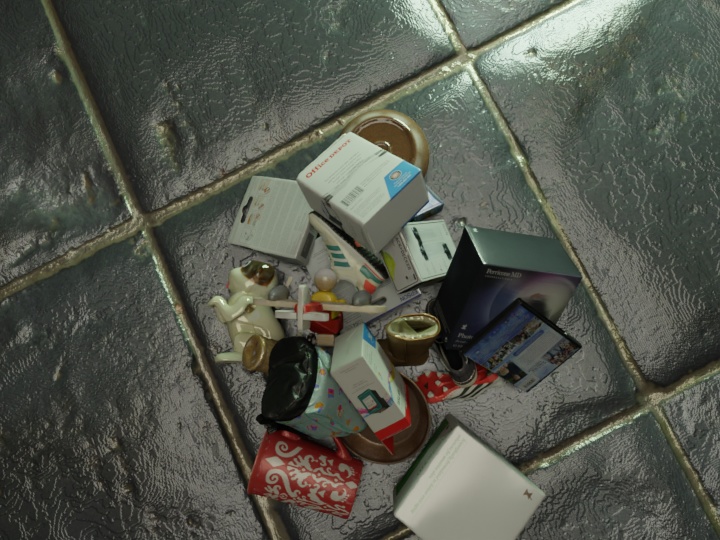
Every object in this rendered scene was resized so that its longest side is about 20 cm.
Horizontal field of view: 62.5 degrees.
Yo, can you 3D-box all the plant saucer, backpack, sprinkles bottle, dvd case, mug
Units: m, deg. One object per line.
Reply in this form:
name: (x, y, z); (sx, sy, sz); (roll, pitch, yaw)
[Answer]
plant saucer: (0.042, -0.235, 1.197); (0.197, 0.037, 0.204); (-1, 82, 4)
backpack: (-0.075, 0.224, 1.050); (0.125, 0.200, 0.169); (-9, 54, 33)
sprinkles bottle: (-0.129, 0.178, 1.137); (0.068, 0.199, 0.069); (-22, 57, 38)
dvd case: (0.296, 0.141, 1.081); (0.199, 0.018, 0.143); (32, 113, -31)
plant saucer: (0.040, 0.276, 1.157); (0.197, 0.037, 0.204); (3, 103, 14)
mug: (-0.097, 0.373, 1.129); (0.197, 0.134, 0.180); (18, 118, 2)

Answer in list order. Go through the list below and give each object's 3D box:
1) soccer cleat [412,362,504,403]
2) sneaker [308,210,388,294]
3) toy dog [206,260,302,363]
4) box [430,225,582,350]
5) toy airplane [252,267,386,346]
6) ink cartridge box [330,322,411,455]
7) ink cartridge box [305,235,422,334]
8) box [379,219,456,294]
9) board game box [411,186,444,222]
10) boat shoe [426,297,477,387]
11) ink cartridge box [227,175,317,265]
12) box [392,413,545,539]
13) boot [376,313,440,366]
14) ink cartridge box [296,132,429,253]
soccer cleat: (0.189, 0.229, 1.174); (0.197, 0.085, 0.069); (-22, 45, 18)
sneaker: (-0.042, -0.026, 1.147); (0.199, 0.070, 0.094); (43, 109, 6)
toy dog: (-0.213, 0.080, 1.183); (0.190, 0.140, 0.204); (-1, 81, -5)
box: (0.261, 0.043, 1.090); (0.197, 0.124, 0.201); (6, 125, -15)
toy airplane: (-0.078, 0.059, 1.092); (0.198, 0.198, 0.143); (18, 70, -26)
ink cartridge box: (0.030, 0.207, 1.038); (0.067, 0.117, 0.201); (-29, 110, 14)
ink cartridge box: (0.000, 0.000, 1.196); (0.194, 0.043, 0.202); (-28, 90, 18)
box: (0.117, -0.031, 1.144); (0.060, 0.199, 0.118); (-28, 82, 32)
board game box: (0.062, -0.142, 1.231); (0.198, 0.062, 0.202); (32, 85, 8)
boat shoe: (0.171, 0.126, 1.150); (0.072, 0.063, 0.202); (-26, 52, 12)
ink cartridge box: (-0.171, -0.108, 1.234); (0.198, 0.047, 0.162); (12, 78, 34)
box: (0.189, 0.412, 1.092); (0.199, 0.171, 0.200); (38, 86, 5)
boot: (0.058, 0.136, 1.123); (0.172, 0.200, 0.067); (-9, 69, -1)
ink cartridge box: (0.002, -0.146, 1.073); (0.146, 0.086, 0.199); (-43, 50, -13)
